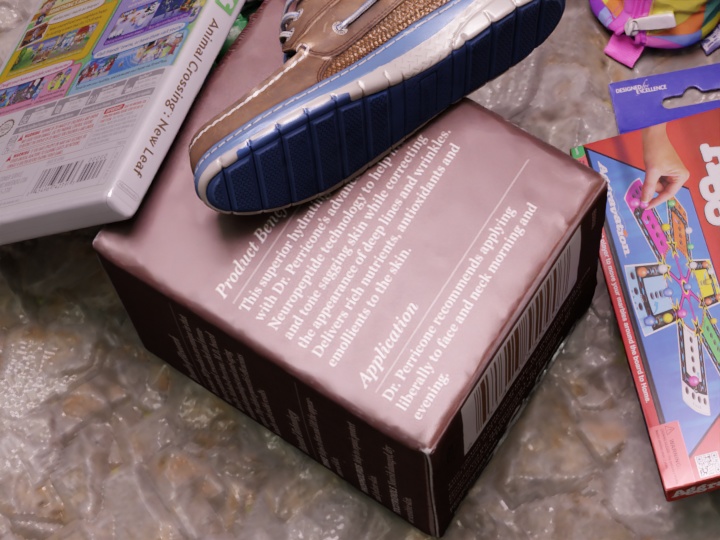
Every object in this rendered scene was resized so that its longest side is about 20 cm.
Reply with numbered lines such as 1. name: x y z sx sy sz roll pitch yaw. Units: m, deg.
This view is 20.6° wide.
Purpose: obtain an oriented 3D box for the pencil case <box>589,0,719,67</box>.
1. pencil case: 0.171 -0.195 1.056 0.087 0.201 0.089 0 61 0

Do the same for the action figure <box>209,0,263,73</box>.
1. action figure: -0.073 -0.121 1.118 0.199 0.055 0.119 -26 81 -3

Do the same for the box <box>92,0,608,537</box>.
1. box: 0.000 0.000 1.009 0.199 0.164 0.167 31 75 15

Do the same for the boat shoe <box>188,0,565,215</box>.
1. boat shoe: -0.003 -0.097 0.927 0.199 0.072 0.073 -30 64 -19

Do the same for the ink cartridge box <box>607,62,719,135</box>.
1. ink cartridge box: 0.199 -0.026 1.075 0.094 0.037 0.202 -10 67 1

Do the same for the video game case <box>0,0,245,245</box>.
1. video game case: -0.141 -0.092 1.023 0.199 0.022 0.183 -9 49 48

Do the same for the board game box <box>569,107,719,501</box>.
1. board game box: 0.180 0.012 1.020 0.102 0.019 0.202 -14 62 4
